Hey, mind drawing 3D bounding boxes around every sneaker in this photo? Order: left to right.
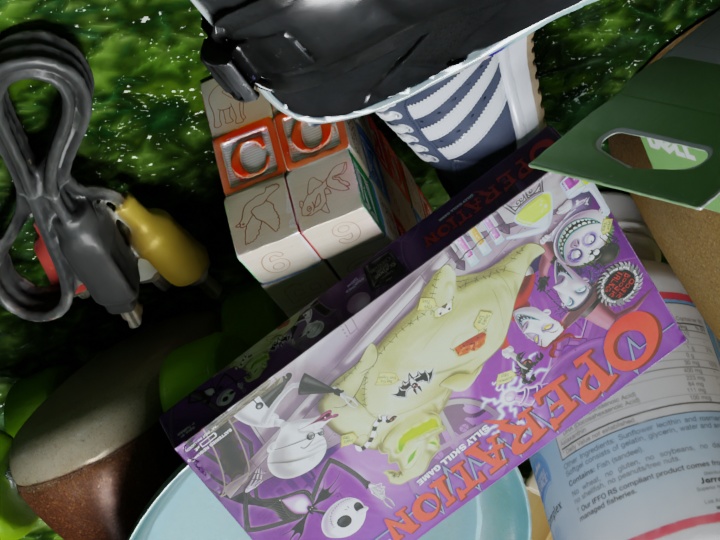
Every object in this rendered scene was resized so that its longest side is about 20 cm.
[{"bbox_3d":[0.014,-0.075,0.856,0.108,0.070,0.201,-28,148,-15],"label":"sneaker"}]

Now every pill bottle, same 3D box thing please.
[{"bbox_3d":[0.131,0.068,1.056,0.108,0.201,0.109,-12,152,-6],"label":"pill bottle"}]

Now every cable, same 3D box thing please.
[{"bbox_3d":[-0.131,-0.038,0.929,0.096,0.051,0.201,-4,142,14],"label":"cable"}]

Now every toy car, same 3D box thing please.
[{"bbox_3d":[-0.077,0.132,1.031,0.163,0.201,0.158,-22,-169,24],"label":"toy car"}]

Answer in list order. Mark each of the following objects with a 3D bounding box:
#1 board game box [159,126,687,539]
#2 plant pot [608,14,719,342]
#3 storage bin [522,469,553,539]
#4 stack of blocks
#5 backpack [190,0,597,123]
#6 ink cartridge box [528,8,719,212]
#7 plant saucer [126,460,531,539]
[{"bbox_3d":[0.029,0.044,0.897,0.199,0.032,0.120,-37,130,0],"label":"board game box"},{"bbox_3d":[0.231,-0.003,0.983,0.185,0.201,0.187,-13,152,-7],"label":"plant pot"},{"bbox_3d":[0.182,0.192,1.283,0.199,0.094,0.199,25,166,14],"label":"storage bin"},{"bbox_3d":[0.000,0.000,0.960,0.058,0.116,0.200,-20,151,9],"label":"stack of blocks"},{"bbox_3d":[0.029,-0.157,0.639,0.198,0.152,0.178,-18,136,18],"label":"backpack"},{"bbox_3d":[0.175,-0.067,0.846,0.200,0.104,0.060,-38,121,-21],"label":"ink cartridge box"},{"bbox_3d":[-0.019,0.132,0.960,0.198,0.027,0.202,-11,123,-18],"label":"plant saucer"}]
